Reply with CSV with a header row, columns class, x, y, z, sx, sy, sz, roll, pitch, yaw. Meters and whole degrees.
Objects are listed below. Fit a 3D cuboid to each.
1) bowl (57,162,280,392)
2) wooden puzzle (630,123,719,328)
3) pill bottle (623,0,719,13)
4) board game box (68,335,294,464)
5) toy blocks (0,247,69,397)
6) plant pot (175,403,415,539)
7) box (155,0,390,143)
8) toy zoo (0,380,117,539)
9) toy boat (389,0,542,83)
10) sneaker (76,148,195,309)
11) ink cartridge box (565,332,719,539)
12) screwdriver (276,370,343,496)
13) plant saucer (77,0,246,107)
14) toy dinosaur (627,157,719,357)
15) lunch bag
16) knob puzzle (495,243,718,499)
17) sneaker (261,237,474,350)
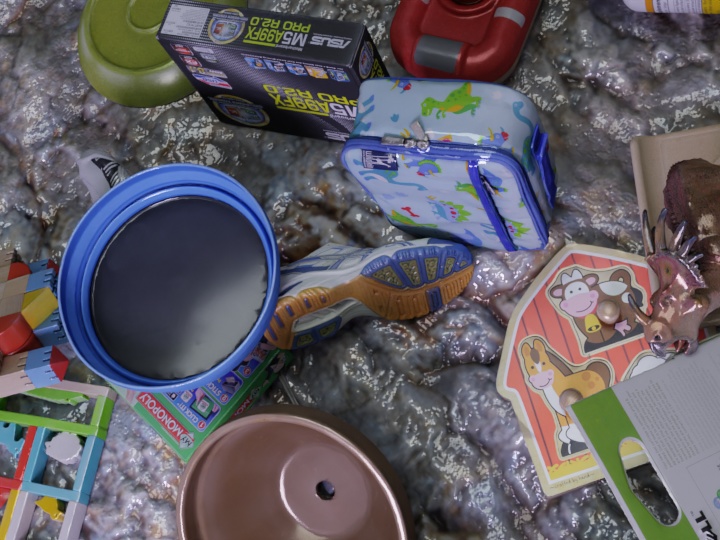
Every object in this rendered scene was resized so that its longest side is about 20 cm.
class,x,y,z,sx,sy,sz,roll,pitch,yaw
bowl,-0.161,0.009,1.023,0.197,0.039,0.204,-4,69,12
wooden puzzle,0.334,-0.044,0.991,0.197,0.037,0.188,-7,62,10
pill bottle,0.291,-0.286,1.058,0.197,0.111,0.113,6,71,20
board game box,-0.172,0.070,1.106,0.199,0.029,0.135,38,85,31
toy blocks,-0.335,0.047,1.131,0.135,0.101,0.202,-15,42,9
plant pot,-0.042,0.196,0.968,0.198,0.093,0.204,6,106,20
box,-0.069,-0.179,1.105,0.197,0.160,0.045,13,72,21
toy zoo,-0.311,0.200,1.113,0.129,0.020,0.203,6,71,20
toy boat,0.099,-0.278,1.105,0.129,0.131,0.202,16,75,22
sneaker,-0.231,-0.023,1.110,0.115,0.075,0.200,-43,62,-5
ink cartridge box,0.247,0.139,0.869,0.198,0.076,0.149,-18,68,-25
screwdriver,-0.057,0.114,1.068,0.029,0.028,0.201,-13,55,-20
plant saucer,-0.217,-0.270,1.259,0.197,0.031,0.203,-6,68,15
toy dinosaur,0.260,-0.036,0.904,0.133,0.087,0.202,4,45,-4
lunch bag,0.083,-0.085,0.997,0.158,0.200,0.084,7,72,19
knob puzzle,0.204,0.064,0.996,0.216,0.030,0.223,-6,68,16
sneaker,0.000,0.000,1.062,0.197,0.076,0.089,-13,36,-4
